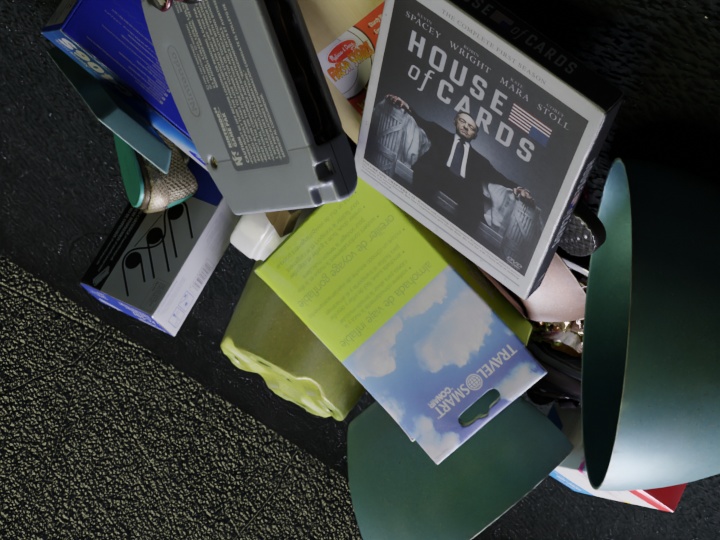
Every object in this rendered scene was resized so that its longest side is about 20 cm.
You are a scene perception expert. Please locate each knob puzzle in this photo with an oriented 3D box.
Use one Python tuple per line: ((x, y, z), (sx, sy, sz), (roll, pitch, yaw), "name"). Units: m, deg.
((0.024, -0.140, 0.867), (0.218, 0.030, 0.221), (31, 150, 20), "knob puzzle")

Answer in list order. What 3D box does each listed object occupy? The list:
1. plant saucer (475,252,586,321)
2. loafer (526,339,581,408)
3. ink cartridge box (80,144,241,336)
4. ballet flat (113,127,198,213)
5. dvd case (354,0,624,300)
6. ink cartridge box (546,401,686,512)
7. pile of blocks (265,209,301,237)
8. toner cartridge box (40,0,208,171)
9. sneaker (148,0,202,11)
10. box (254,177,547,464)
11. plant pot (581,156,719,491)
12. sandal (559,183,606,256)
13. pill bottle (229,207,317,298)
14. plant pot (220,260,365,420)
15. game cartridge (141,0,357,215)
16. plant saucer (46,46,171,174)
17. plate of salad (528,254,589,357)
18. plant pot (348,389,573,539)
((0.088, -0.027, 1.012), (0.200, 0.037, 0.200), (45, 176, 4), "plant saucer")
((0.166, 0.094, 1.260), (0.071, 0.064, 0.199), (6, -167, -34), "loafer")
((-0.156, -0.050, 1.217), (0.093, 0.201, 0.044), (21, 164, 32), "ink cartridge box")
((-0.196, -0.143, 1.207), (0.202, 0.075, 0.068), (64, 147, 17), "ballet flat")
((0.068, -0.081, 0.830), (0.150, 0.025, 0.201), (38, 152, 15), "dvd case")
((0.243, 0.142, 1.218), (0.067, 0.117, 0.200), (33, 167, -19), "ink cartridge box")
((-0.046, -0.113, 0.984), (0.082, 0.062, 0.201), (45, 154, 34), "pile of blocks")
((-0.134, -0.155, 1.041), (0.200, 0.096, 0.043), (40, 164, -31), "toner cartridge box")
((-0.112, -0.212, 0.773), (0.116, 0.075, 0.200), (61, 174, 0), "sneaker")
((0.032, 0.030, 1.017), (0.200, 0.122, 0.048), (47, -157, -3), "box")
((0.214, 0.037, 0.838), (0.133, 0.203, 0.200), (4, 163, 3), "plant pot")
((0.122, -0.060, 0.929), (0.075, 0.045, 0.200), (52, 179, -15), "sandal")
((0.000, 0.000, 1.105), (0.199, 0.117, 0.116), (37, 166, 1), "pill bottle")
((-0.027, 0.025, 1.242), (0.199, 0.186, 0.201), (29, 165, 8), "plant pot")
((-0.081, -0.136, 0.902), (0.132, 0.041, 0.202), (1, 116, 54), "game cartridge")
((-0.195, -0.131, 1.068), (0.070, 0.019, 0.200), (40, -178, -32), "plant saucer")
((0.170, 0.036, 1.156), (0.198, 0.048, 0.200), (30, 166, 8), "plate of salad")
((0.065, 0.160, 1.190), (0.135, 0.199, 0.200), (52, 167, 7), "plant pot")
